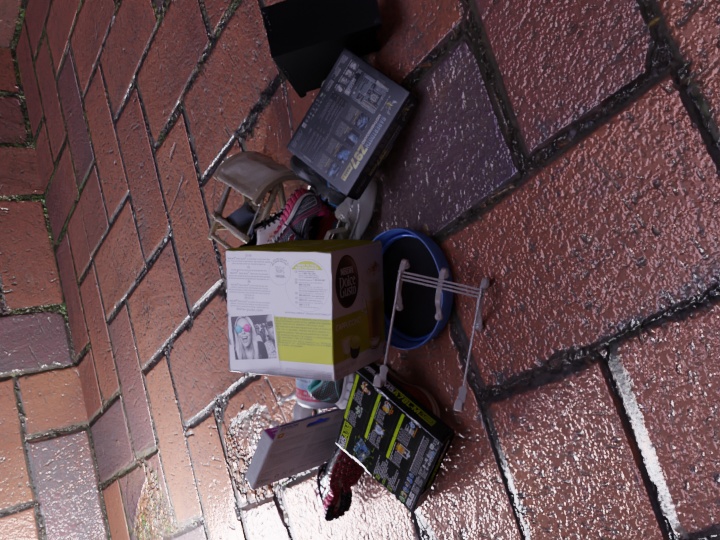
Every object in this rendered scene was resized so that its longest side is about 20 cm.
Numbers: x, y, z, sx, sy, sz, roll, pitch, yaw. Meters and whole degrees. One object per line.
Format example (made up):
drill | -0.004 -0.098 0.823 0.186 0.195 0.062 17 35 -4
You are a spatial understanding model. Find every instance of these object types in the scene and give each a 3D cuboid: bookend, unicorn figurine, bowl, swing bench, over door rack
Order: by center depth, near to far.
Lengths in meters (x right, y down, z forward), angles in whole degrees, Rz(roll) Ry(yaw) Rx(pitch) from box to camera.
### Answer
over door rack | 0.111 0.097 1.148 0.144 0.066 0.205 12 87 17
bowl | 0.077 0.030 1.259 0.198 0.039 0.206 8 101 47
bookend | -0.050 -0.410 1.319 0.195 0.199 0.094 -15 81 8
unicorn figurine | -0.128 0.285 1.561 0.136 0.073 0.205 -9 78 45
swing bench | -0.227 -0.137 1.591 0.198 0.127 0.205 30 118 48

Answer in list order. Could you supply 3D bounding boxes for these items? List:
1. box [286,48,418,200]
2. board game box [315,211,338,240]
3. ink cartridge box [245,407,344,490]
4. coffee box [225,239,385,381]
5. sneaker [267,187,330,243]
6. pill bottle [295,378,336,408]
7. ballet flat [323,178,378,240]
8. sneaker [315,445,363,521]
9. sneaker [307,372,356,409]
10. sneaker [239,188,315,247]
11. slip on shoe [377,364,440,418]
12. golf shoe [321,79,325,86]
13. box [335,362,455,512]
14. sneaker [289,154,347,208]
box | -0.015 -0.248 1.262 0.157 0.051 0.202 38 104 25
board game box | -0.125 -0.014 1.455 0.152 0.040 0.204 -4 59 54
ink cartridge box | -0.112 0.327 1.444 0.043 0.193 0.203 50 132 33
coffee box | -0.086 0.055 1.225 0.196 0.199 0.203 1 96 25
sneaker | -0.129 -0.050 1.385 0.074 0.080 0.203 29 100 15
pill bottle | -0.075 0.156 1.441 0.108 0.107 0.206 5 99 53
ballet flat | -0.027 -0.077 1.356 0.069 0.068 0.203 43 120 41
sneaker | -0.051 0.401 1.458 0.075 0.079 0.203 49 132 42
sneaker | -0.048 0.149 1.356 0.077 0.089 0.205 -177 95 -73
sneaker | -0.160 -0.081 1.454 0.201 0.080 0.074 -52 29 4
slip on shoe | 0.065 0.226 1.301 0.199 0.060 0.076 30 117 46
golf shoe | 0.000 -0.275 1.325 0.097 0.078 0.203 -35 70 30
box | 0.053 0.287 1.274 0.192 0.047 0.203 38 134 26
sneaker | -0.067 -0.189 1.431 0.083 0.073 0.200 -56 45 8
